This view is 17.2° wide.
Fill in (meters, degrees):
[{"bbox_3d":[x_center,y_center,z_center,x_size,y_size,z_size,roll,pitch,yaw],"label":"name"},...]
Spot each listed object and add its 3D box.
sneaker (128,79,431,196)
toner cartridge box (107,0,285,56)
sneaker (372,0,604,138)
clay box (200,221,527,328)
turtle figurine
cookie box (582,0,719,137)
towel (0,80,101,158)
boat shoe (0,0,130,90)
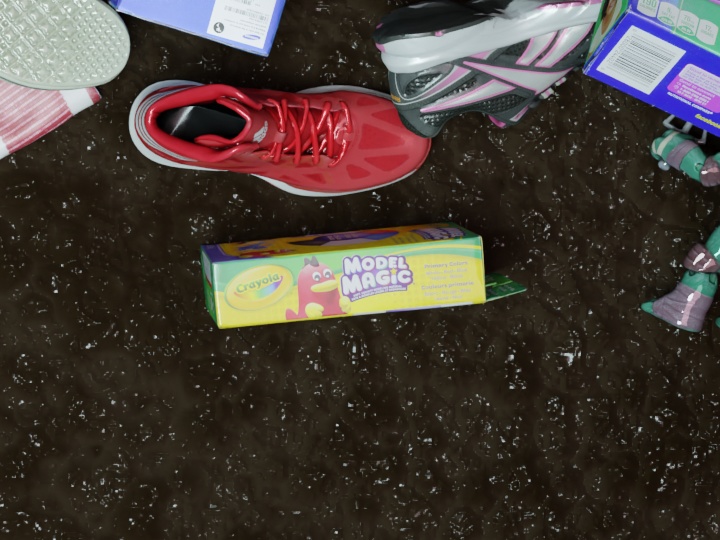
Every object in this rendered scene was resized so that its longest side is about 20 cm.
[{"bbox_3d":[-0.047,-0.082,1.532,0.200,0.116,0.079,0,97,-7],"label":"sneaker"},{"bbox_3d":[-0.104,-0.169,1.471,0.095,0.200,0.043,18,95,-9],"label":"toner cartridge box"},{"bbox_3d":[0.104,-0.140,1.567,0.200,0.080,0.086,-12,116,-14],"label":"sneaker"},{"bbox_3d":[0.000,0.000,1.549,0.200,0.115,0.048,-7,97,-7],"label":"clay box"},{"bbox_3d":[0.266,-0.053,1.590,0.150,0.101,0.200,17,100,-9],"label":"turtle figurine"},{"bbox_3d":[0.248,-0.185,1.528,0.171,0.075,0.200,24,55,-10],"label":"cookie box"},{"bbox_3d":[-0.288,-0.123,1.543,0.200,0.023,0.144,-29,101,-3],"label":"towel"},{"bbox_3d":[-0.245,-0.157,1.503,0.200,0.062,0.075,7,95,-11],"label":"boat shoe"}]
